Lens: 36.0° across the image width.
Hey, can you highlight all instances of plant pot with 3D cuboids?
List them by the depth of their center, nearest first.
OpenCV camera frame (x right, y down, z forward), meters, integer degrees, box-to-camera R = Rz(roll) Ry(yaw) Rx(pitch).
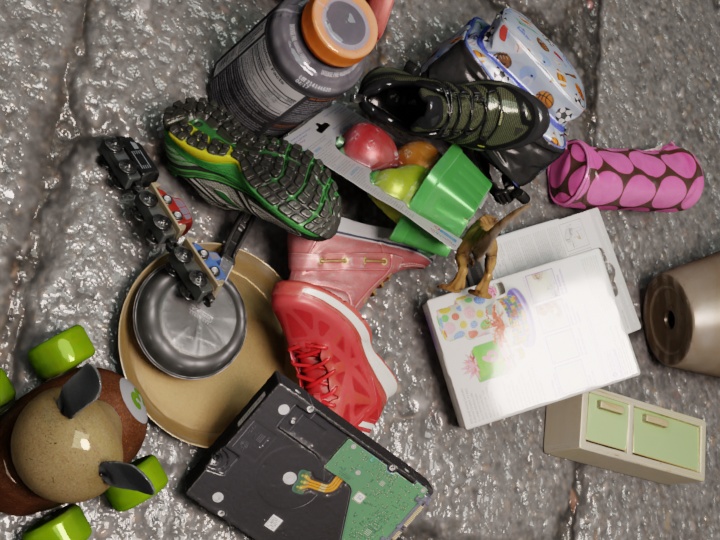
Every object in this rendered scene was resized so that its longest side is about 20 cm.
[{"bbox_3d":[-0.143,0.073,1.072,0.199,0.027,0.201,9,72,-31],"label":"plant pot"},{"bbox_3d":[0.455,0.056,1.377,0.173,0.200,0.201,-4,79,-16],"label":"plant pot"}]

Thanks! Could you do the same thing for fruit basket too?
[{"bbox_3d":[0.030,-0.098,1.146,0.199,0.094,0.185,27,25,5],"label":"fruit basket"}]

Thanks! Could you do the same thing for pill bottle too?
[{"bbox_3d":[-0.063,-0.205,1.091,0.106,0.200,0.107,9,73,-31],"label":"pill bottle"}]

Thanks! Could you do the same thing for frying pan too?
[{"bbox_3d":[-0.132,0.024,1.061,0.190,0.031,0.115,-40,100,-30],"label":"frying pan"}]

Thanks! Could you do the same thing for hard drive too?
[{"bbox_3d":[-0.046,0.204,1.047,0.200,0.038,0.140,37,97,-20],"label":"hard drive"}]

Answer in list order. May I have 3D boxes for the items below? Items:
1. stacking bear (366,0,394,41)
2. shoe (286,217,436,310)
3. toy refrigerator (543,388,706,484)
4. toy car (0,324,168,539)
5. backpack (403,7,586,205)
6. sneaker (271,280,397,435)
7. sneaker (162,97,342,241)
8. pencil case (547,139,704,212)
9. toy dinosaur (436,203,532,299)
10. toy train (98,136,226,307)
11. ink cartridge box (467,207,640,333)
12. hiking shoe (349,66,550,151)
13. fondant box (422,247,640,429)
[{"bbox_3d":[-0.065,-0.334,1.183,0.199,0.122,0.114,14,110,-16],"label":"stacking bear"},{"bbox_3d":[0.000,0.000,1.150,0.200,0.071,0.091,11,82,-45],"label":"shoe"},{"bbox_3d":[0.315,0.195,1.304,0.199,0.070,0.076,18,68,-27],"label":"toy refrigerator"},{"bbox_3d":[-0.223,0.132,0.899,0.158,0.200,0.165,-31,95,-34],"label":"toy car"},{"bbox_3d":[0.157,-0.204,1.243,0.200,0.154,0.191,49,16,-14],"label":"backpack"},{"bbox_3d":[-0.035,0.106,1.067,0.200,0.078,0.116,50,50,-37],"label":"sneaker"},{"bbox_3d":[-0.103,-0.088,1.072,0.200,0.085,0.078,34,54,14],"label":"sneaker"},{"bbox_3d":[0.328,-0.121,1.387,0.199,0.091,0.094,1,76,-30],"label":"pencil case"},{"bbox_3d":[0.121,-0.026,1.129,0.060,0.200,0.107,14,95,-1],"label":"toy dinosaur"},{"bbox_3d":[-0.183,-0.049,1.039,0.046,0.034,0.200,-16,64,-43],"label":"toy train"},{"bbox_3d":[0.225,0.026,1.307,0.200,0.057,0.163,-17,86,-39],"label":"ink cartridge box"},{"bbox_3d":[0.089,-0.154,1.112,0.101,0.199,0.076,-61,158,-67],"label":"hiking shoe"},{"bbox_3d":[0.183,0.074,1.206,0.199,0.058,0.145,-17,86,-5],"label":"fondant box"}]
